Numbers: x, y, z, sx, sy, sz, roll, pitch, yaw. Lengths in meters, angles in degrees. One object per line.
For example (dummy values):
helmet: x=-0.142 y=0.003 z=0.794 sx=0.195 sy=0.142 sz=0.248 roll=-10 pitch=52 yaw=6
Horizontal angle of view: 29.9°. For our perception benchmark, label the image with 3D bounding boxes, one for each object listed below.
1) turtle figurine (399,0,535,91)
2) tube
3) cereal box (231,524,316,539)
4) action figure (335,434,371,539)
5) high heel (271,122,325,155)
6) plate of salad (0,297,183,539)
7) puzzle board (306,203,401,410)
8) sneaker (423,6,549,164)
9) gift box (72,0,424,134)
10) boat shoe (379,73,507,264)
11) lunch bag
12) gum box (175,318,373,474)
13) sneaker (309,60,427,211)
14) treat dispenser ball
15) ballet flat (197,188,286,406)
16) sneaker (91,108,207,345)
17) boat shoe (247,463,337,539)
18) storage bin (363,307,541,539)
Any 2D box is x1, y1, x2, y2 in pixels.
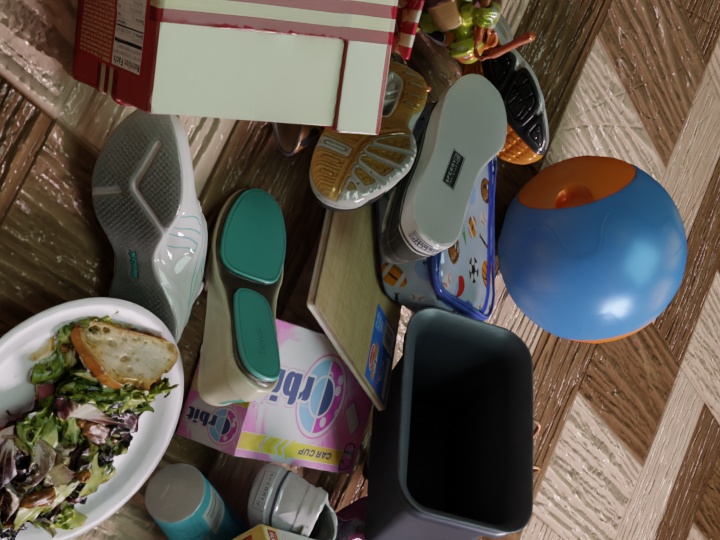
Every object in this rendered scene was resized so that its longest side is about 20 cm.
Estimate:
turtle figurine: x=0.075 y=-0.241 z=1.140 sx=0.064 sy=0.200 sz=0.162 roll=-30 pitch=105 yaw=-22
tube: x=-0.124 y=0.228 z=1.138 sx=0.078 sy=0.050 sz=0.200 roll=-51 pitch=149 yaw=-20
cereal box: x=-0.078 y=0.276 z=1.140 sx=0.200 sy=0.144 sz=0.040 roll=33 pitch=31 yaw=-52
action figure: x=0.047 y=0.243 z=1.325 sx=0.200 sy=0.134 sz=0.149 roll=-33 pitch=147 yaw=-59
high heel: x=-0.062 y=-0.179 z=1.037 sx=0.200 sy=0.071 sz=0.143 roll=34 pitch=73 yaw=-61
plate of salad: x=-0.201 y=0.114 z=0.941 sx=0.200 sy=0.048 sz=0.201 roll=-26 pitch=131 yaw=-34
puzzle board: x=0.000 y=0.000 z=1.181 sx=0.151 sy=0.017 sz=0.201 roll=59 pitch=31 yaw=-42
sneaker: x=0.125 y=-0.192 z=1.240 sx=0.092 sy=0.076 sz=0.201 roll=-14 pitch=76 yaw=-62
gift box: x=-0.067 y=-0.196 z=0.874 sx=0.186 sy=0.184 sz=0.201 roll=2 pitch=109 yaw=-30
boat shoe: x=0.065 y=-0.089 z=1.143 sx=0.071 sy=0.064 sz=0.200 roll=42 pitch=50 yaw=-19
lunch bag: x=0.078 y=-0.055 z=1.257 sx=0.160 sy=0.075 sz=0.201 roll=29 pitch=61 yaw=-57
gum box: x=-0.060 y=0.106 z=1.162 sx=0.200 sy=0.066 sz=0.114 roll=22 pitch=83 yaw=-57
sneaker: x=0.004 y=-0.092 z=1.111 sx=0.088 sy=0.075 sz=0.200 roll=-64 pitch=178 yaw=39
treat dispenser ball: x=0.248 y=-0.023 z=1.447 sx=0.201 sy=0.200 sz=0.202 roll=-28 pitch=125 yaw=-48
ballet flat: x=-0.098 y=0.022 z=1.051 sx=0.070 sy=0.069 sz=0.201 roll=65 pitch=18 yaw=-45
sneaker: x=-0.147 y=-0.037 z=0.976 sx=0.080 sy=0.070 sz=0.201 roll=-59 pitch=160 yaw=-50
boat shoe: x=-0.054 y=0.225 z=1.165 sx=0.200 sy=0.067 sz=0.074 roll=78 pitch=32 yaw=-69
storage bin: x=0.077 y=0.159 z=1.206 sx=0.134 sy=0.145 sz=0.201 roll=127 pitch=-26 yaw=-51
